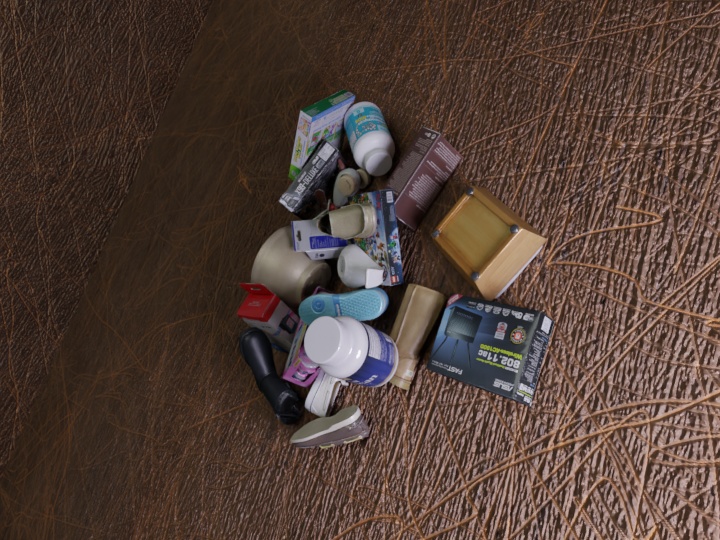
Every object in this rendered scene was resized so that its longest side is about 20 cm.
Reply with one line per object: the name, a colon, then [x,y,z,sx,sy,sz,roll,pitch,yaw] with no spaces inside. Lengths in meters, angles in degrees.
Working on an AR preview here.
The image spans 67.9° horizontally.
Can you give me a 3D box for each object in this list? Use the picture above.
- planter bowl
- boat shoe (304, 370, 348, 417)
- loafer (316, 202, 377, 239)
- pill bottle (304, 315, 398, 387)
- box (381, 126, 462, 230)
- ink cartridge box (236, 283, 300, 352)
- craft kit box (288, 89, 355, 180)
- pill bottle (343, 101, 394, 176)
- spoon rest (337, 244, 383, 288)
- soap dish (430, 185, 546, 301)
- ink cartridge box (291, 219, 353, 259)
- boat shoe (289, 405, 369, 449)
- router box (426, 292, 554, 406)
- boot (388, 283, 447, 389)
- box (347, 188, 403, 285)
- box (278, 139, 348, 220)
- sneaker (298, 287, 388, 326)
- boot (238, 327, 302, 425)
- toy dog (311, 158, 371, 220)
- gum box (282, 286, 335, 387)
planter bowl: [-0.158,0.010,1.339,0.133,0.200,0.203,28,89,25]
boat shoe: [-0.052,0.231,1.193,0.069,0.071,0.203,23,81,22]
loafer: [-0.033,-0.103,1.187,0.199,0.067,0.078,-9,92,58]
pill bottle: [-0.017,0.150,1.002,0.109,0.199,0.114,-12,66,28]
box: [0.132,-0.206,1.211,0.202,0.099,0.075,-57,41,3]
ink cartridge box: [-0.220,0.118,1.310,0.115,0.201,0.068,0,50,45]
craft kit box: [-0.102,-0.356,1.420,0.048,0.200,0.200,30,133,17]
pill bottle: [0.026,-0.336,1.383,0.110,0.110,0.203,-38,47,24]
spoon rest: [0.000,0.000,1.186,0.199,0.059,0.102,-153,65,-65]
soap dish: [0.236,-0.060,1.036,0.158,0.081,0.201,-50,43,13]
ink cartridge box: [-0.068,-0.079,1.297,0.040,0.195,0.101,99,165,-53]
boat shoe: [-0.068,0.347,1.135,0.198,0.060,0.072,-29,10,30]
router box: [0.226,0.134,0.952,0.198,0.062,0.153,10,77,48]
boot: [0.075,0.125,1.117,0.173,0.066,0.204,18,83,37]
box: [0.031,-0.071,1.195,0.135,0.037,0.205,1,99,57]
box: [-0.121,-0.234,1.433,0.049,0.158,0.201,38,92,9]
sneaker: [-0.028,0.083,1.177,0.195,0.130,0.082,-6,89,18]
boot: [-0.208,0.249,1.262,0.075,0.204,0.167,-26,32,-24]
toy dog: [-0.069,-0.214,1.410,0.199,0.132,0.097,-38,87,15]
gum box: [-0.111,0.156,1.218,0.114,0.065,0.203,126,162,-49]
